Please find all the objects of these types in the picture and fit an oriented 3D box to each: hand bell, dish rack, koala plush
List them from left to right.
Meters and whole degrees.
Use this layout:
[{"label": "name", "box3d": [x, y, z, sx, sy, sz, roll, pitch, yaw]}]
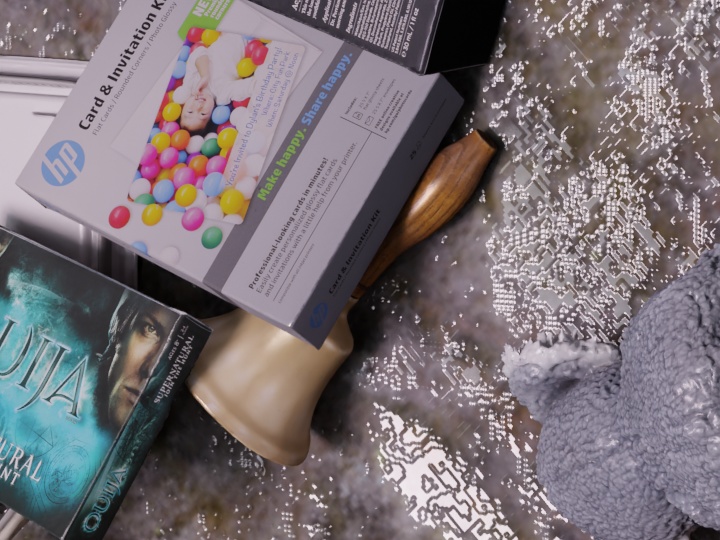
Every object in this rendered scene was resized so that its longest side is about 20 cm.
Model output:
[{"label": "dish rack", "box3d": [-0.208, -0.023, 1.605, 0.171, 0.043, 0.201, 6, 101, 30]}, {"label": "hand bell", "box3d": [0.000, 0.000, 1.469, 0.200, 0.104, 0.104, -45, 73, 15]}, {"label": "koala plush", "box3d": [0.159, 0.074, 1.326, 0.200, 0.183, 0.178, -28, 81, 44]}]

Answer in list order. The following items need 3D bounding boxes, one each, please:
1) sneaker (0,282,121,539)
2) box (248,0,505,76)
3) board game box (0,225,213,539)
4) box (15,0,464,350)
[{"label": "sneaker", "box3d": [-0.165, 0.105, 1.543, 0.200, 0.093, 0.070, -55, 43, 2]}, {"label": "box", "box3d": [0.019, -0.220, 1.414, 0.141, 0.079, 0.201, 25, 110, 24]}, {"label": "board game box", "box3d": [-0.179, 0.057, 1.494, 0.200, 0.028, 0.136, 23, 83, 45]}, {"label": "box", "box3d": [-0.066, -0.068, 1.466, 0.200, 0.041, 0.156, 27, 82, 32]}]
